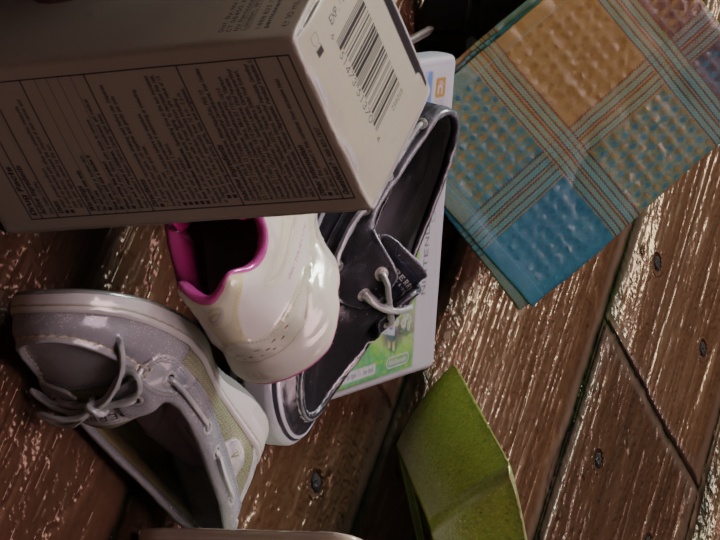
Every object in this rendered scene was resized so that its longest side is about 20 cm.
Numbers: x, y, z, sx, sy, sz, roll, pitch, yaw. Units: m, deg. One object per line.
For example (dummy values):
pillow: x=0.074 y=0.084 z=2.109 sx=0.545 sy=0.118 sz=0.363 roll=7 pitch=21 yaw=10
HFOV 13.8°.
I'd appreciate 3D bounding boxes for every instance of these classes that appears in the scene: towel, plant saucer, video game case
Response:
towel: x=0.125 y=-0.091 z=1.737 sx=0.200 sy=0.022 sz=0.147 roll=-41 pitch=109 yaw=-5
plant saucer: x=0.064 y=0.176 z=1.668 sx=0.200 sy=0.048 sz=0.200 roll=-117 pitch=-165 yaw=-73
video game case: x=-0.008 y=-0.022 z=1.621 sx=0.200 sy=0.022 sz=0.183 roll=-15 pitch=111 yaw=-59

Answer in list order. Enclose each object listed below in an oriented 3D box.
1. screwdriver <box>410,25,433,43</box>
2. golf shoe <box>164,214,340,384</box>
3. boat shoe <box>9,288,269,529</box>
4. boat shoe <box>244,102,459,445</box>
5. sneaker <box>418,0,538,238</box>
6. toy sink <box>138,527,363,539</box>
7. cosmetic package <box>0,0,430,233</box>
screwdriver: x=-0.009 y=-0.109 z=1.661 sx=0.200 sy=0.029 sz=0.028 roll=-39 pitch=121 yaw=-59
golf shoe: x=-0.057 y=-0.049 z=1.434 sx=0.091 sy=0.075 sz=0.201 roll=38 pitch=38 yaw=-54
boat shoe: x=-0.105 y=0.067 z=1.429 sx=0.202 sy=0.074 sz=0.065 roll=51 pitch=41 yaw=-56
boat shoe: x=0.000 y=0.000 z=1.546 sx=0.072 sy=0.068 sz=0.201 roll=53 pitch=52 yaw=-53
sneaker: x=0.089 y=-0.122 z=1.800 sx=0.115 sy=0.075 sz=0.201 roll=-27 pitch=119 yaw=-67
toy sink: x=-0.020 y=0.211 z=1.508 sx=0.200 sy=0.130 sz=0.112 roll=37 pitch=57 yaw=-54
cosmetic package: x=-0.083 y=-0.085 z=1.350 sx=0.104 sy=0.199 sz=0.087 roll=65 pitch=35 yaw=-36
